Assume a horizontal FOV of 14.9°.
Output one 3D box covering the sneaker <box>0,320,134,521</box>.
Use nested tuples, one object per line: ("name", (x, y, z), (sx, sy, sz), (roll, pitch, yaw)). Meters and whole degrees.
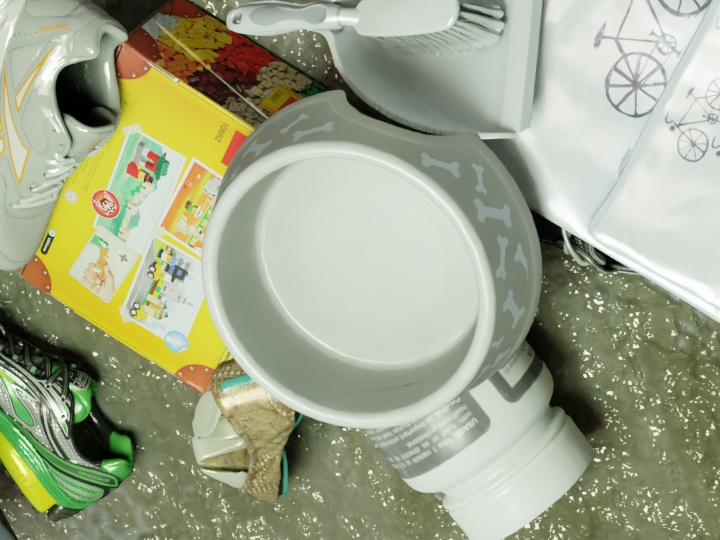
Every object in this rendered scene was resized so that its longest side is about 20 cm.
("sneaker", (-0.223, 0.071, 1.846), (0.085, 0.078, 0.200), (-27, 112, 27))

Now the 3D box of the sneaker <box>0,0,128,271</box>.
("sneaker", (-0.190, -0.078, 1.650), (0.092, 0.076, 0.200), (32, 126, 30))

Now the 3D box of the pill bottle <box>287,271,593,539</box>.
("pill bottle", (0.045, 0.062, 1.682), (0.113, 0.113, 0.200), (-33, 99, 35))

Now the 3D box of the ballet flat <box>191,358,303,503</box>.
("ballet flat", (-0.075, 0.098, 1.740), (0.065, 0.071, 0.200), (-9, 155, -9))

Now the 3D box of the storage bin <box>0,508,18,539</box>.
("storage bin", (-0.319, 0.137, 1.817), (0.134, 0.145, 0.200), (44, 168, 49))

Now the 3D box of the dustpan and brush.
("dustpan and brush", (0.009, -0.145, 1.597), (0.200, 0.057, 0.140), (1, 83, 43))

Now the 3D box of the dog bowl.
("dog bowl", (0.000, 0.000, 1.571), (0.200, 0.059, 0.201), (8, 116, 17))

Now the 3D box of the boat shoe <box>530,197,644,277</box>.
("boat shoe", (0.144, -0.036, 1.606), (0.199, 0.071, 0.072), (6, 119, 22))

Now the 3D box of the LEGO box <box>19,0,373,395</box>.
("LEGO box", (-0.104, -0.044, 1.714), (0.149, 0.077, 0.200), (33, 126, 5))

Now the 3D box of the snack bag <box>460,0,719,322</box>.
("snack bag", (0.170, -0.095, 1.546), (0.200, 0.021, 0.189), (31, 104, 13))
